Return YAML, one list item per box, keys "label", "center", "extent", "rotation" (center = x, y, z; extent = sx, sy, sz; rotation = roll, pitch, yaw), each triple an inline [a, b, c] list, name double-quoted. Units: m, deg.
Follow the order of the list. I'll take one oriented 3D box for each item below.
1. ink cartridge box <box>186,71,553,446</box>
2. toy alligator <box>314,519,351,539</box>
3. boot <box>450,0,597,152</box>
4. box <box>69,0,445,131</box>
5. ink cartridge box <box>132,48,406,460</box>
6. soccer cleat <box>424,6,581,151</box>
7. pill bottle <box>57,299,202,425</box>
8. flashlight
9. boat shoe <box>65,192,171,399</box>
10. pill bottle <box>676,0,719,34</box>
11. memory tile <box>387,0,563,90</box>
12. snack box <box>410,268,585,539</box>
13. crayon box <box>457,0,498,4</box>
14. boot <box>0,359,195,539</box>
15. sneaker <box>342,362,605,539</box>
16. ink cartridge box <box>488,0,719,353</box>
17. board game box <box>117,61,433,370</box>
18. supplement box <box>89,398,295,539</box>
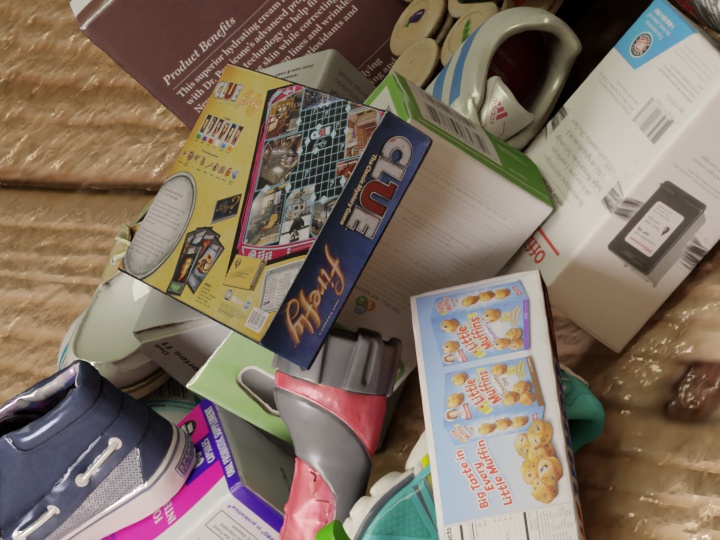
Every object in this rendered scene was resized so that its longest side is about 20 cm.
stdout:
- label: "ink cartridge box"
  center: [0.000, 0.000, 1.457]
  extent: [0.200, 0.104, 0.059]
  rotation: [-50, 29, 18]
- label: "toy alligator"
  center: [0.029, 0.215, 1.316]
  extent: [0.059, 0.054, 0.200]
  rotation: [-38, 62, 29]
- label: "boot"
  center: [0.120, -0.132, 1.606]
  extent: [0.165, 0.066, 0.200]
  rotation: [-41, 26, 28]
- label: "box"
  center: [-0.078, -0.188, 1.794]
  extent: [0.166, 0.200, 0.164]
  rotation: [-42, 30, 9]
- label: "ink cartridge box"
  center: [-0.029, -0.006, 1.574]
  extent: [0.083, 0.147, 0.200]
  rotation: [-12, 47, 45]
- label: "soccer cleat"
  center: [0.052, -0.070, 1.508]
  extent: [0.200, 0.070, 0.086]
  rotation: [-55, 17, -9]
- label: "pill bottle"
  center: [-0.129, 0.086, 1.630]
  extent: [0.111, 0.111, 0.200]
  rotation: [-38, 31, 16]
- label: "flashlight"
  center: [-0.031, 0.126, 1.408]
  extent: [0.068, 0.068, 0.200]
  rotation: [15, 92, 25]
- label: "boat shoe"
  center: [-0.124, 0.001, 1.594]
  extent: [0.075, 0.068, 0.200]
  rotation: [7, 36, 17]
- label: "pill bottle"
  center: [0.250, -0.158, 1.419]
  extent: [0.116, 0.116, 0.200]
  rotation: [-47, 30, 2]
- label: "memory tile"
  center: [0.076, -0.197, 1.669]
  extent: [0.153, 0.017, 0.200]
  rotation: [-33, 35, 37]
- label: "snack box"
  center: [0.072, 0.097, 1.355]
  extent: [0.072, 0.024, 0.200]
  rotation: [-12, 61, 11]
- label: "crayon box"
  center: [0.154, -0.227, 1.579]
  extent: [0.200, 0.052, 0.126]
  rotation: [-4, 49, 6]
- label: "boot"
  center: [-0.193, 0.122, 1.490]
  extent: [0.200, 0.090, 0.073]
  rotation: [-35, 30, 23]
- label: "sneaker"
  center: [0.052, 0.131, 1.387]
  extent: [0.080, 0.078, 0.200]
  rotation: [26, 77, 46]
- label: "ink cartridge box"
  center: [0.139, -0.039, 1.460]
  extent: [0.200, 0.067, 0.116]
  rotation: [-49, 29, 11]
- label: "board game box"
  center: [-0.050, -0.034, 1.422]
  extent: [0.136, 0.035, 0.200]
  rotation: [-62, 29, -2]
- label: "supplement box"
  center: [-0.113, 0.186, 1.504]
  extent: [0.200, 0.103, 0.101]
  rotation: [-44, 29, 10]
